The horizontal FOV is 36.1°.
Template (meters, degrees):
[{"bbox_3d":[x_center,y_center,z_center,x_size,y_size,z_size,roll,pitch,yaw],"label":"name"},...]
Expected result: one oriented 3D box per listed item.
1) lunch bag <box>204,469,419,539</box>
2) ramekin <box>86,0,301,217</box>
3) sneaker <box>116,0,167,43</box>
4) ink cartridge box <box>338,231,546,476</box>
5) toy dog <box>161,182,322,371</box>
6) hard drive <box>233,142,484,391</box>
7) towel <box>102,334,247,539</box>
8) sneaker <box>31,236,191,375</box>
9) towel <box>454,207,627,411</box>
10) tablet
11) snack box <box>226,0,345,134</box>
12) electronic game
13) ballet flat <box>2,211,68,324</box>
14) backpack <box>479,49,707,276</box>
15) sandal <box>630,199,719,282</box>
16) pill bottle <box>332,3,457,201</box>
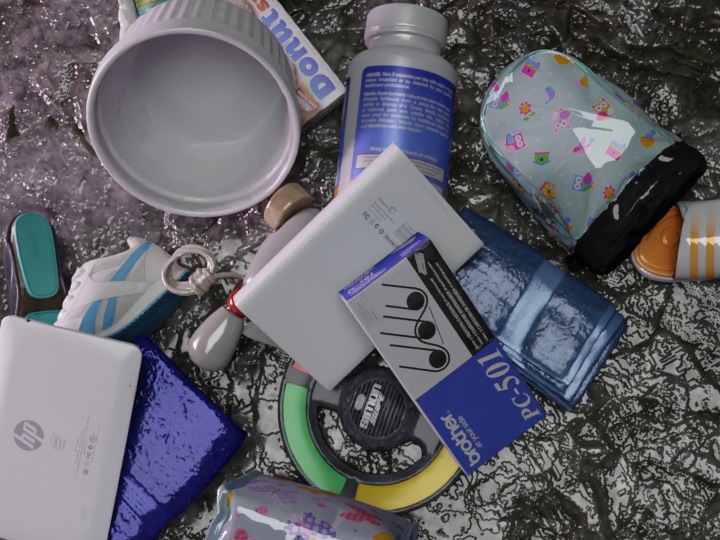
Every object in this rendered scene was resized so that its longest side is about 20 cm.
[{"bbox_3d":[-0.039,0.253,0.964,0.167,0.200,0.129,17,90,7],"label":"lunch bag"},{"bbox_3d":[-0.153,-0.162,1.054,0.197,0.202,0.106,-6,37,4],"label":"ramekin"},{"bbox_3d":[-0.212,-0.268,1.144,0.078,0.077,0.203,-5,88,-8],"label":"sneaker"},{"bbox_3d":[0.074,0.075,0.992,0.094,0.044,0.201,-35,105,-4],"label":"ink cartridge box"},{"bbox_3d":[-0.081,0.011,1.065,0.198,0.096,0.133,-30,66,6],"label":"toy dog"},{"bbox_3d":[0.000,0.000,1.004,0.200,0.026,0.132,-43,118,5],"label":"hard drive"},{"bbox_3d":[-0.221,0.178,1.035,0.148,0.050,0.200,43,86,3],"label":"towel"},{"bbox_3d":[-0.255,0.045,1.060,0.080,0.077,0.200,37,51,13],"label":"sneaker"},{"bbox_3d":[0.150,0.033,1.062,0.199,0.049,0.112,34,84,10],"label":"towel"},{"bbox_3d":[-0.273,0.150,0.983,0.128,0.014,0.203,13,98,1],"label":"tablet"},{"bbox_3d":[-0.098,-0.237,1.143,0.072,0.024,0.201,-37,79,-2],"label":"snack box"},{"bbox_3d":[0.018,0.132,1.057,0.197,0.042,0.203,-1,83,7],"label":"electronic game"},{"bbox_3d":[-0.320,0.043,1.095,0.072,0.073,0.203,-14,75,3],"label":"ballet flat"},{"bbox_3d":[0.206,-0.117,1.042,0.167,0.127,0.200,-45,74,3],"label":"backpack"},{"bbox_3d":[0.361,-0.034,1.049,0.203,0.059,0.081,-2,80,5],"label":"sandal"},{"bbox_3d":[0.037,-0.148,1.072,0.110,0.112,0.203,6,81,6],"label":"pill bottle"}]
